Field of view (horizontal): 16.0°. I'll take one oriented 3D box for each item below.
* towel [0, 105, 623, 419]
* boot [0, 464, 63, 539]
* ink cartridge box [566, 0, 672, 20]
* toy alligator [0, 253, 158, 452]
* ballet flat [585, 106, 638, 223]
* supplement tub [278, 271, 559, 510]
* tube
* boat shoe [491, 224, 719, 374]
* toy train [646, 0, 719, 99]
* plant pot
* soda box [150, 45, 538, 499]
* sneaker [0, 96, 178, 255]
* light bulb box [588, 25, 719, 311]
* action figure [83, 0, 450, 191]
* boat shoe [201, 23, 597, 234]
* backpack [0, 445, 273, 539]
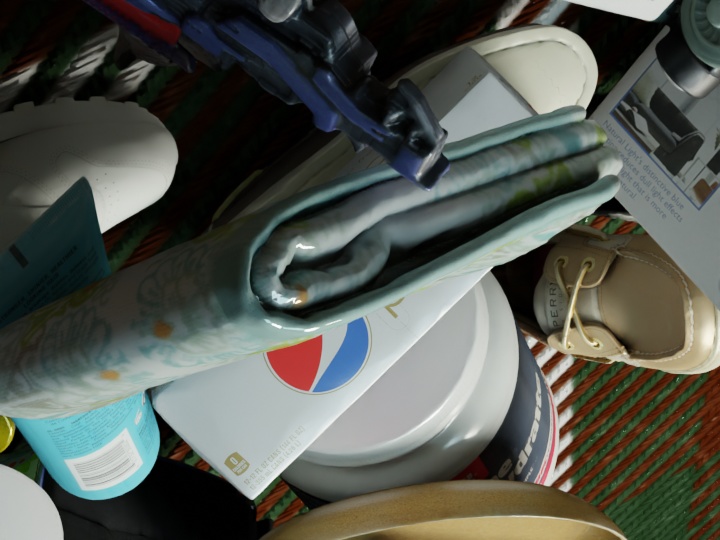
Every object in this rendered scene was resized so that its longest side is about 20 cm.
[{"bbox_3d":[-0.020,0.002,0.926,0.200,0.048,0.171,-19,177,-42],"label":"towel"},{"bbox_3d":[-0.224,0.114,1.077,0.095,0.074,0.200,-2,175,38],"label":"boot"},{"bbox_3d":[0.082,-0.180,0.945,0.145,0.088,0.200,-45,154,27],"label":"ink cartridge box"},{"bbox_3d":[-0.167,0.042,1.121,0.200,0.059,0.054,-40,114,19],"label":"toy alligator"},{"bbox_3d":[0.106,-0.046,1.258,0.199,0.057,0.067,-9,147,-41],"label":"ballet flat"},{"bbox_3d":[0.016,0.058,1.250,0.140,0.141,0.200,-32,156,1],"label":"supplement tub"},{"bbox_3d":[-0.118,0.035,1.011,0.078,0.050,0.200,-51,162,-17],"label":"tube"},{"bbox_3d":[0.117,0.016,1.281,0.069,0.074,0.200,-7,-174,-21],"label":"boat shoe"},{"bbox_3d":[0.186,-0.164,1.062,0.200,0.114,0.085,-44,155,27],"label":"toy train"},{"bbox_3d":[0.029,0.138,1.225,0.199,0.028,0.200,-7,157,-3],"label":"plant pot"},{"bbox_3d":[0.000,0.000,1.085,0.200,0.064,0.068,-45,-166,6],"label":"soda box"},{"bbox_3d":[-0.154,-0.009,1.004,0.199,0.081,0.077,-19,151,-29],"label":"sneaker"},{"bbox_3d":[0.236,-0.090,1.197,0.200,0.125,0.198,-51,157,24],"label":"light bulb box"},{"bbox_3d":[-0.021,-0.127,0.850,0.194,0.200,0.105,-49,179,41],"label":"action figure"},{"bbox_3d":[0.013,-0.049,1.142,0.200,0.060,0.072,-36,111,3],"label":"boat shoe"},{"bbox_3d":[-0.143,0.180,1.251,0.146,0.184,0.200,-17,153,22],"label":"backpack"}]
